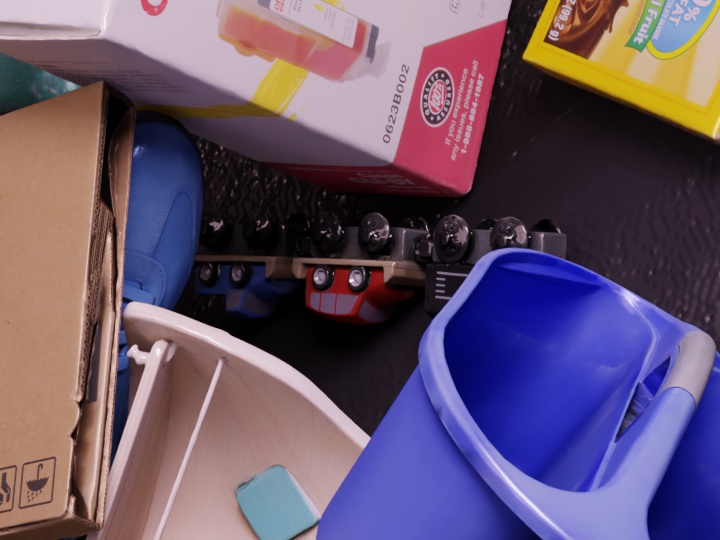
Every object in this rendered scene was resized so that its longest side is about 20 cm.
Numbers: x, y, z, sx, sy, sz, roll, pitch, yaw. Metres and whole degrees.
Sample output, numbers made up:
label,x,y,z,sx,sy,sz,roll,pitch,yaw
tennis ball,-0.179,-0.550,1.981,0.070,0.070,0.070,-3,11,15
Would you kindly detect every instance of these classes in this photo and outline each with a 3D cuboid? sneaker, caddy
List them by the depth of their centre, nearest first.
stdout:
label,x,y,z,sx,sy,sz,roll,pitch,yaw
caddy,0.074,0.064,0.643,0.141,0.200,0.105,37,112,2
sneaker,-0.105,0.039,0.800,0.201,0.066,0.079,-63,27,16

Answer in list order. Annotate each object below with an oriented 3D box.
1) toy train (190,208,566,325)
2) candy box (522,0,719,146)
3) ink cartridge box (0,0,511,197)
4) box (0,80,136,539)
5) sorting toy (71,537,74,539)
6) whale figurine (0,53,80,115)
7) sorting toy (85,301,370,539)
label,x,y,z,sx,sy,sz,roll,pitch,yaw
toy train,0.000,0.000,0.844,0.199,0.034,0.046,3,91,43
candy box,0.139,-0.151,0.766,0.102,0.026,0.201,28,96,42
ink cartridge box,-0.034,-0.123,0.798,0.083,0.199,0.146,7,81,44
box,-0.167,0.029,0.783,0.199,0.021,0.165,-15,62,34
sorting toy,-0.229,0.049,0.896,0.179,0.107,0.200,-30,58,-9
whale figurine,-0.135,-0.145,0.970,0.199,0.103,0.160,-20,62,40
sorting toy,-0.026,0.140,0.752,0.179,0.107,0.201,18,81,10
